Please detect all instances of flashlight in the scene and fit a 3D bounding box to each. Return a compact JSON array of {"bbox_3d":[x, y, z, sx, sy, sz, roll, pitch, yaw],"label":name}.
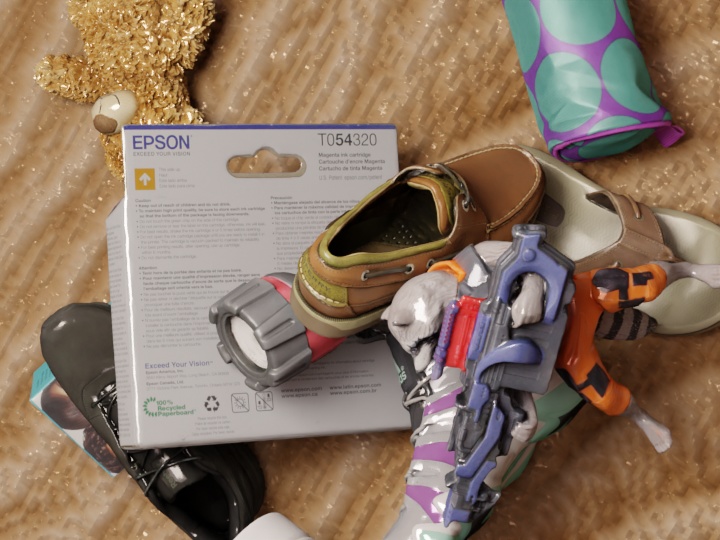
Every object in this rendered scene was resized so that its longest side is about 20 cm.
[{"bbox_3d":[0.000,0.000,1.403,0.200,0.068,0.068,-34,62,-28],"label":"flashlight"}]

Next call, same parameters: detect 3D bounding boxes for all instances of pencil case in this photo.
[{"bbox_3d":[0.137,-0.170,1.432,0.085,0.092,0.201,-32,68,57],"label":"pencil case"}]

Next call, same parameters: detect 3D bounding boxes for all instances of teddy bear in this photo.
[{"bbox_3d":[-0.162,-0.163,1.550,0.145,0.067,0.201,7,84,23],"label":"teddy bear"}]

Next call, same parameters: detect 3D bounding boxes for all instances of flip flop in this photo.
[{"bbox_3d":[0.154,-0.022,1.419,0.200,0.058,0.081,30,94,21],"label":"flip flop"}]

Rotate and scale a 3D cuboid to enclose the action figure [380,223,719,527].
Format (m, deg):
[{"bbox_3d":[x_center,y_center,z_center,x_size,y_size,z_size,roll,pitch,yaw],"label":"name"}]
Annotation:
[{"bbox_3d":[0.100,0.053,1.336,0.193,0.105,0.201,13,115,-19],"label":"action figure"}]

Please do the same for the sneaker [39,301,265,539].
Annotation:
[{"bbox_3d":[-0.130,0.102,1.444,0.076,0.091,0.200,-39,107,11],"label":"sneaker"}]

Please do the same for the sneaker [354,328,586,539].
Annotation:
[{"bbox_3d":[0.041,0.091,1.408,0.140,0.078,0.200,40,70,10],"label":"sneaker"}]

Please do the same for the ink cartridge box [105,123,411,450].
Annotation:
[{"bbox_3d":[-0.063,0.008,1.426,0.043,0.196,0.201,-11,82,62],"label":"ink cartridge box"}]

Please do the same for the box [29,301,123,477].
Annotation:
[{"bbox_3d":[-0.122,0.039,1.497,0.200,0.049,0.082,-43,107,10],"label":"box"}]

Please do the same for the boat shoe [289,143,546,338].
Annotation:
[{"bbox_3d":[0.046,-0.029,1.356,0.072,0.068,0.200,42,54,19],"label":"boat shoe"}]

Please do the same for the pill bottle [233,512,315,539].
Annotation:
[{"bbox_3d":[-0.003,0.245,1.407,0.200,0.120,0.120,36,95,20],"label":"pill bottle"}]
